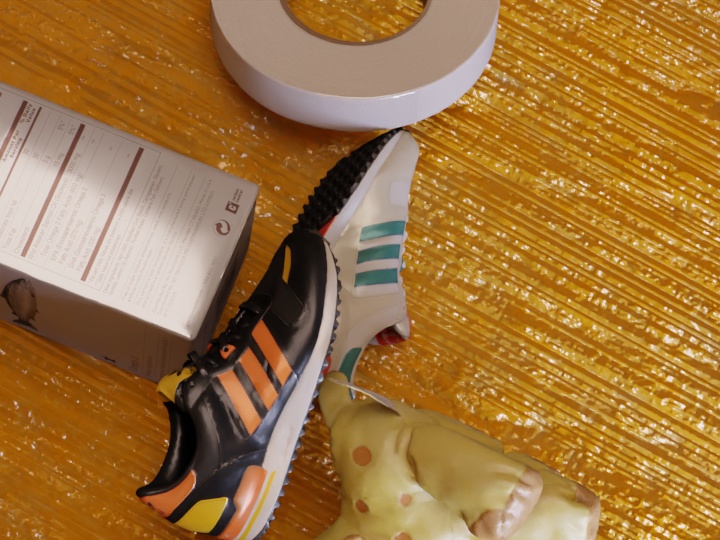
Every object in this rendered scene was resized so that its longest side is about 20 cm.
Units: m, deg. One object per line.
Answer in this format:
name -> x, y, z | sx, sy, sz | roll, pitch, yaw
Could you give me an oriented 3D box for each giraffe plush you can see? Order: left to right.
giraffe plush -> 0.026, 0.171, 1.556 | 0.199, 0.172, 0.163 | 24, 91, -28

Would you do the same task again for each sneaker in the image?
sneaker -> -0.076, 0.063, 1.534 | 0.089, 0.070, 0.202 | 19, 82, -21
sneaker -> 0.000, 0.000, 1.666 | 0.093, 0.070, 0.201 | 41, 58, -19

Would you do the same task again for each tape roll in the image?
tape roll -> -0.005, -0.183, 1.715 | 0.201, 0.037, 0.204 | 2, 54, -2

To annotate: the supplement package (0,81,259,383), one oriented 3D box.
supplement package -> -0.179, -0.023, 1.615 | 0.199, 0.117, 0.118 | 22, 70, 2
